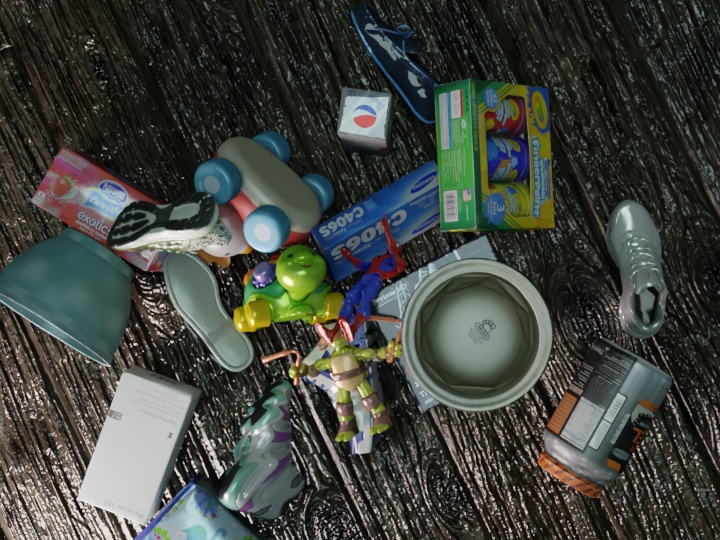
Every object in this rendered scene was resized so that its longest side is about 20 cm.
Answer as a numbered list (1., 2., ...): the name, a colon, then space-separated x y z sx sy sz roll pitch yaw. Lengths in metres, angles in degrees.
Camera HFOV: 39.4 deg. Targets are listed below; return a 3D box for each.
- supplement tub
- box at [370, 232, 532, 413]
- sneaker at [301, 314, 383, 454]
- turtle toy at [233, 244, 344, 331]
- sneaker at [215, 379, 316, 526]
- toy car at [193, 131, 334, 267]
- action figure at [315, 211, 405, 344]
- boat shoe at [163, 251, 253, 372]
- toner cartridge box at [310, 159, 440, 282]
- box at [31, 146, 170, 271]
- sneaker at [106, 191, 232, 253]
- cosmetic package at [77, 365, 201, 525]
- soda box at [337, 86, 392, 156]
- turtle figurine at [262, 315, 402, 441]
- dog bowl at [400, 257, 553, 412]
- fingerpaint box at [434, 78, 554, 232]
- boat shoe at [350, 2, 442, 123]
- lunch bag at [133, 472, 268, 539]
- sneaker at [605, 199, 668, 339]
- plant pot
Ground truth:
1. supplement tub: 0.338 0.207 1.410 0.122 0.123 0.201 29 93 3
2. box: 0.131 0.072 1.430 0.199 0.104 0.183 -29 87 3
3. sneaker: -0.032 0.162 1.460 0.114 0.081 0.201 -5 91 13
4. turtle toy: -0.097 0.024 1.402 0.145 0.200 0.102 -5 83 -20
5. sneaker: -0.114 0.273 1.465 0.140 0.078 0.201 35 67 -23
6. toy car: -0.169 -0.070 1.439 0.177 0.184 0.200 43 121 2
7. action figure: 0.000 0.000 1.352 0.065 0.200 0.099 -9 117 36
8. boat shoe: -0.227 0.064 1.472 0.075 0.060 0.201 -27 86 -17
9. toner cartridge box: 0.033 -0.069 1.421 0.199 0.095 0.043 -30 61 -7
10. box: -0.357 -0.087 1.460 0.199 0.100 0.096 31 92 3
11. sneaker: -0.258 -0.044 1.360 0.199 0.089 0.077 -4 54 31
12. cosmetic package: -0.321 0.253 1.468 0.112 0.081 0.201 19 90 1
13. soda box: 0.010 -0.202 1.388 0.068 0.200 0.064 8 90 2
14. turtle figurine: -0.025 0.149 1.385 0.198 0.064 0.163 -15 95 3
15. dog bowl: 0.153 0.084 1.341 0.198 0.074 0.202 0 90 3
16. fingerpaint box: 0.189 -0.155 1.396 0.166 0.073 0.202 -2 89 -41
17. boat shoe: 0.066 -0.309 1.450 0.068 0.084 0.200 -35 102 21
18. lunch bag: -0.246 0.422 1.443 0.170 0.127 0.200 43 83 2
19. sneaker: 0.399 -0.002 1.416 0.077 0.099 0.202 -11 90 3
20. plant pot: -0.405 0.026 1.427 0.199 0.200 0.135 31 75 3
